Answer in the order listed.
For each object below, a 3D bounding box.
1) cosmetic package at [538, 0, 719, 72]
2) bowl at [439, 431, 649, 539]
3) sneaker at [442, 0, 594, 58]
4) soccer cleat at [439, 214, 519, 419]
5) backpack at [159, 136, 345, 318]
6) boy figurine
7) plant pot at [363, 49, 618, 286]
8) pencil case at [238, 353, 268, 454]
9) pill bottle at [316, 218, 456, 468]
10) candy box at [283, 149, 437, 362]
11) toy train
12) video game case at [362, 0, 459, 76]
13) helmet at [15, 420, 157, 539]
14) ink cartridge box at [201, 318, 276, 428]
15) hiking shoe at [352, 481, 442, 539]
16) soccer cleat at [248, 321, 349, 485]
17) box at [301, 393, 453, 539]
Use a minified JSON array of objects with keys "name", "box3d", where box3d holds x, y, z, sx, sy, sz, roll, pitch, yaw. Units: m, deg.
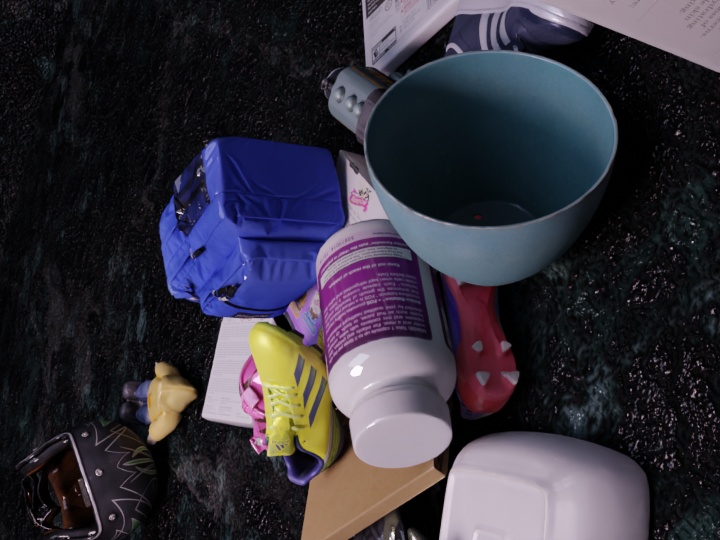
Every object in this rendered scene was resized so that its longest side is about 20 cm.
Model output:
[{"name":"cosmetic package","box3d":[0.213,-0.270,0.694,0.168,0.198,0.168,-48,43,40]},{"name":"bowl","box3d":[0.126,0.229,0.804,0.199,0.074,0.202,-2,78,60]},{"name":"sneaker","box3d":[0.133,-0.192,0.925,0.200,0.069,0.110,33,104,64]},{"name":"soccer cleat","box3d":[0.099,0.035,0.925,0.077,0.066,0.202,123,146,-55]},{"name":"backpack","box3d":[-0.130,-0.031,1.090,0.200,0.161,0.170,-36,53,50]},{"name":"boy figurine","box3d":[-0.303,0.199,1.534,0.199,0.064,0.126,-17,63,59]},{"name":"plant pot","box3d":[0.108,-0.065,0.847,0.135,0.198,0.201,80,173,-49]},{"name":"pencil case","box3d":[-0.083,0.142,1.084,0.091,0.093,0.200,61,169,22]},{"name":"pill bottle","box3d":[0.023,0.063,0.882,0.112,0.111,0.201,-51,34,38]},{"name":"candy box","box3d":[0.000,0.000,1.086,0.202,0.071,0.168,-66,33,22]},{"name":"toy train","box3d":[0.035,-0.158,1.037,0.200,0.113,0.086,49,121,53]},{"name":"video game case","box3d":[0.063,-0.336,1.138,0.200,0.023,0.184,-34,53,51]},{"name":"helmet","box3d":[-0.397,0.319,1.524,0.189,0.200,0.201,-25,51,11]},{"name":"ink cartridge box","box3d":[-0.136,0.101,1.317,0.162,0.050,0.202,-7,67,59]},{"name":"hiking shoe","box3d":[0.033,0.269,0.941,0.100,0.075,0.203,-10,71,61]},{"name":"soccer cleat","box3d":[-0.062,0.125,0.924,0.064,0.201,0.084,20,58,30]},{"name":"box","box3d":[0.015,0.165,0.961,0.200,0.021,0.165,-41,27,36]}]
